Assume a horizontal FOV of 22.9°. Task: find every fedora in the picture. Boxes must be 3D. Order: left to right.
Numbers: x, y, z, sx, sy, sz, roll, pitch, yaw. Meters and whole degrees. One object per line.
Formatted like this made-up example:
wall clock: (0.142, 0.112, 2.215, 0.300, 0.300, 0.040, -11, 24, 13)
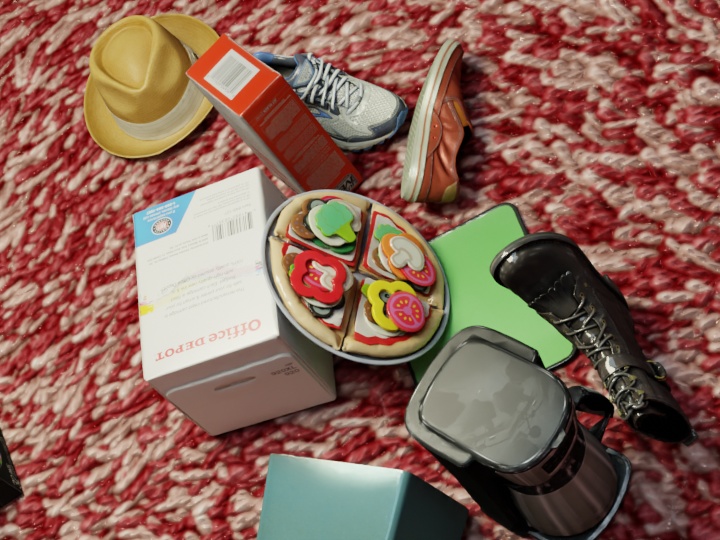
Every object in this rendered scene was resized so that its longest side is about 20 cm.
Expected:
fedora: (-0.247, -0.225, 2.011, 0.201, 0.082, 0.201, -12, 58, 20)

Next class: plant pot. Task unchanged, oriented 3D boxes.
plant pot: (-0.011, 0.282, 1.566, 0.141, 0.141, 0.200, 3, 71, 28)

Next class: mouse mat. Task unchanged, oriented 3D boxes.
mouse mat: (0.109, 0.039, 1.726, 0.161, 0.008, 0.200, -27, 54, 10)

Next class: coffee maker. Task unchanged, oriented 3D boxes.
coffee maker: (0.116, 0.146, 1.535, 0.192, 0.200, 0.135, 1, 63, 25)

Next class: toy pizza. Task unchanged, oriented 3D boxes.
toy pizza: (0.000, 0.000, 1.697, 0.032, 0.200, 0.200, 128, 143, -47)

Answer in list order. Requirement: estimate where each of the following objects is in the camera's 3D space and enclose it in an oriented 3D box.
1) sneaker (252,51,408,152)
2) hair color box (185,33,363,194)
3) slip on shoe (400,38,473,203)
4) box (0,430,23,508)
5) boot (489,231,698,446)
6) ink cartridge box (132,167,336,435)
sneaker: (-0.044, -0.186, 1.886, 0.200, 0.085, 0.077, 16, 70, 32)
hair color box: (-0.085, -0.146, 1.810, 0.061, 0.200, 0.102, -47, 53, -5)
slip on shoe: (0.086, -0.150, 1.821, 0.061, 0.074, 0.200, 14, 57, -5)
box: (-0.464, 0.169, 1.814, 0.124, 0.200, 0.149, -34, 52, 5)
boot: (0.211, 0.063, 1.551, 0.069, 0.200, 0.174, -44, 43, 21)
ink cartridge box: (-0.124, 0.035, 1.758, 0.147, 0.145, 0.200, -19, 55, 17)
